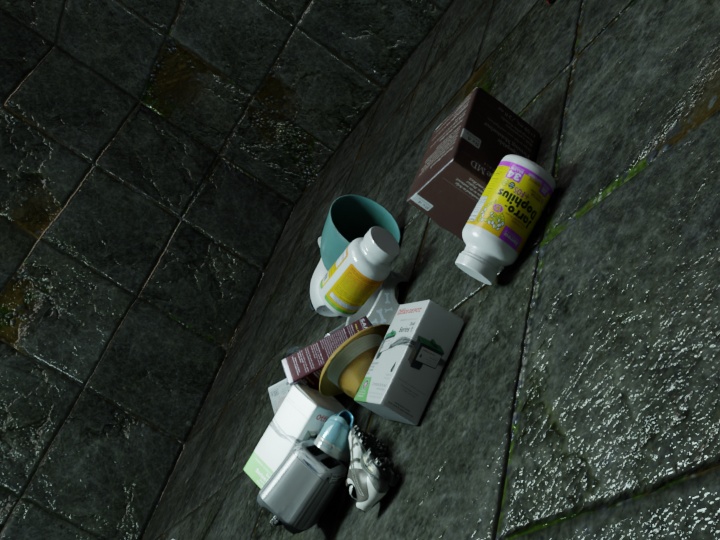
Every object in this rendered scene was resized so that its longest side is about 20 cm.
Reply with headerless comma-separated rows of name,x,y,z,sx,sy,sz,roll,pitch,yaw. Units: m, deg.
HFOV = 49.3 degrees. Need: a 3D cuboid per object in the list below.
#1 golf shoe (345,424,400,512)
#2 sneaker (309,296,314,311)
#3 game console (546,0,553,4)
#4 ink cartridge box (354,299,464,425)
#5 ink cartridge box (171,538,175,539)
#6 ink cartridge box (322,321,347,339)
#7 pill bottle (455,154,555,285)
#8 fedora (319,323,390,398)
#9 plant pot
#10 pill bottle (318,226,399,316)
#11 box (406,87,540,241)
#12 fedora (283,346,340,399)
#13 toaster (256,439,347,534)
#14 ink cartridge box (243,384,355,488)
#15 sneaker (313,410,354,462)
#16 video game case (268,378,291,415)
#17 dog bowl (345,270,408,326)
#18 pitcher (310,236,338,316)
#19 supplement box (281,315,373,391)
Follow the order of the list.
golf shoe,0.002,0.335,1.339,0.096,0.077,0.200,-58,12,4
sneaker,-0.115,0.095,2.344,0.200,0.071,0.084,-91,18,-76
game console,0.521,-0.762,1.910,0.200,0.031,0.179,-49,21,39
ink cartridge box,0.085,0.160,1.389,0.203,0.083,0.146,-63,14,-15
ink cartridge box,-0.552,0.878,2.192,0.145,0.083,0.202,-46,18,43
ink cartridge box,-0.075,0.205,1.917,0.199,0.047,0.199,-54,-14,25
pill bottle,0.237,-0.082,1.309,0.203,0.103,0.104,-60,13,-4
fedora,0.012,0.193,1.497,0.198,0.082,0.203,-32,-32,-22
plant pot,-0.017,-0.068,2.044,0.162,0.197,0.203,-58,10,41
pill bottle,0.000,0.000,1.744,0.201,0.110,0.112,-50,16,33
box,0.217,-0.196,1.493,0.164,0.164,0.203,-39,24,52
fedora,-0.097,0.253,1.766,0.090,0.205,0.200,-19,-8,-29
toaster,-0.105,0.393,1.441,0.130,0.113,0.200,-54,-16,1
ink cartridge box,-0.121,0.348,1.583,0.083,0.145,0.203,33,93,38
sneaker,-0.034,0.308,1.477,0.083,0.073,0.200,-55,-7,-7
video game case,-0.147,0.336,1.759,0.199,0.023,0.186,-34,69,60
dog bowl,0.033,0.085,1.805,0.202,0.058,0.201,-54,15,20
pitcher,-0.063,0.028,2.175,0.119,0.171,0.205,-13,59,31
supplement box,-0.050,0.181,1.602,0.197,0.109,0.062,-29,57,5
